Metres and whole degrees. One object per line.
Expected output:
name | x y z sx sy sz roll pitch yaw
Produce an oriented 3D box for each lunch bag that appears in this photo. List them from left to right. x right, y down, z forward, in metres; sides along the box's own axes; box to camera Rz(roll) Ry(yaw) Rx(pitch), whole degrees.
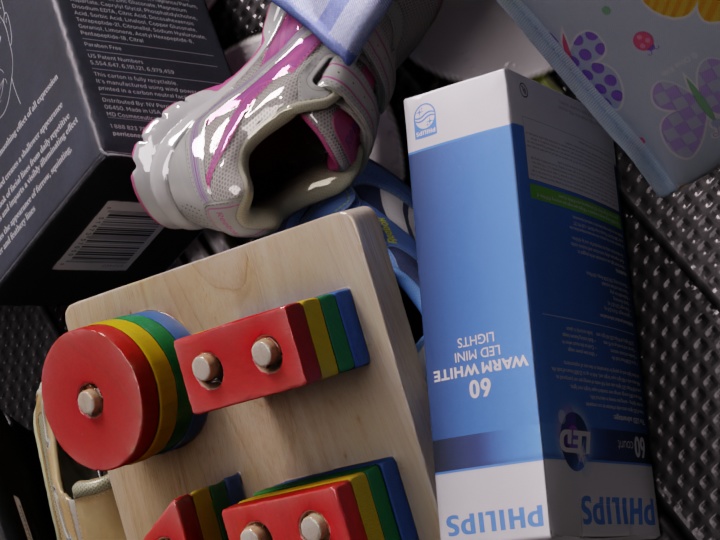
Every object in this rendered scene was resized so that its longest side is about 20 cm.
lunch bag | 0.134 -0.163 0.626 0.169 0.200 0.127 -35 20 29

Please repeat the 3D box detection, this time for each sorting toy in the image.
sorting toy | -0.061 0.095 0.723 0.198 0.069 0.202 -17 89 37

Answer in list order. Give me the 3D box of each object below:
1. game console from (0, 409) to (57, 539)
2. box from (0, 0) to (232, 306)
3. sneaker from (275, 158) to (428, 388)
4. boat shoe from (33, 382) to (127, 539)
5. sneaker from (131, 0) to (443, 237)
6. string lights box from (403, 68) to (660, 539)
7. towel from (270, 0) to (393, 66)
game console | -0.216 0.194 0.893 0.116 0.176 0.201 -27 64 0
box | -0.161 -0.102 0.884 0.148 0.107 0.201 -42 59 40
sneaker | 0.000 0.000 0.776 0.074 0.082 0.200 -54 53 19
boat shoe | -0.138 0.134 0.849 0.071 0.076 0.201 -24 61 -15
sneaker | -0.018 -0.086 0.775 0.200 0.081 0.088 -50 44 -9
string lights box | 0.078 0.022 0.699 0.059 0.102 0.202 -13 74 34
towel | 0.011 -0.213 0.744 0.147 0.024 0.201 42 102 36
